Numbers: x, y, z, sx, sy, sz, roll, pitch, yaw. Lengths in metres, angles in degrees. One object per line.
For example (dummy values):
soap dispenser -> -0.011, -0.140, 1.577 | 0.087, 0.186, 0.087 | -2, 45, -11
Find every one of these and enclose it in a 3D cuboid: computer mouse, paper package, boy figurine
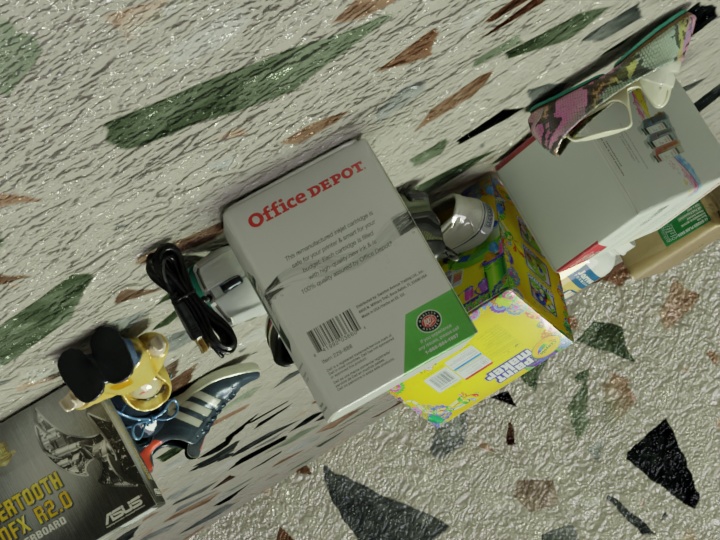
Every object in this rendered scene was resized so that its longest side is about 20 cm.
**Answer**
computer mouse -> -0.115, 0.010, 1.500 | 0.044, 0.110, 0.200 | -35, 179, 22
paper package -> 0.571, -0.079, 2.980 | 0.200, 0.104, 0.190 | -34, 169, 29
boy figurine -> -0.243, 0.106, 1.670 | 0.124, 0.065, 0.200 | -33, 167, 0

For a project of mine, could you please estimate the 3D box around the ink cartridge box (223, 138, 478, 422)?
ink cartridge box -> -0.012, 0.008, 1.452 | 0.145, 0.201, 0.084 | -28, 173, -9

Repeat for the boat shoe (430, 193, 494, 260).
boat shoe -> 0.054, -0.033, 1.851 | 0.070, 0.071, 0.200 | 25, 144, -38

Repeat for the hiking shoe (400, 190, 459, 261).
hiking shoe -> 0.000, 0.000, 1.727 | 0.199, 0.101, 0.076 | -30, 170, 3

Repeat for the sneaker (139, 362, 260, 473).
sneaker -> -0.206, 0.191, 2.131 | 0.199, 0.085, 0.075 | -28, 170, -11

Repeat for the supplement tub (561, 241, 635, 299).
supplement tub -> 0.234, -0.030, 2.122 | 0.200, 0.145, 0.145 | -33, 170, 16

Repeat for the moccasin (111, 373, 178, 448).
moccasin -> -0.243, 0.155, 1.892 | 0.080, 0.068, 0.200 | -28, 170, -11

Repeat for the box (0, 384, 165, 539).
box -> -0.327, 0.224, 1.738 | 0.199, 0.159, 0.048 | -30, 172, 2

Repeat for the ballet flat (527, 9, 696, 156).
ballet flat -> 0.264, -0.180, 1.679 | 0.200, 0.071, 0.069 | -33, 169, 14

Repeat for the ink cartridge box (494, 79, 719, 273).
ink cartridge box -> 0.287, -0.112, 1.866 | 0.200, 0.145, 0.145 | -20, 166, -43

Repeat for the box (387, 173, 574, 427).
box -> 0.117, 0.034, 1.898 | 0.200, 0.193, 0.122 | -34, 127, 26

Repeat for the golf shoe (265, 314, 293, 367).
golf shoe -> -0.032, 0.014, 1.639 | 0.072, 0.092, 0.200 | 21, 129, -16

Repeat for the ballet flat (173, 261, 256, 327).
ballet flat -> -0.142, 0.030, 1.581 | 0.063, 0.068, 0.200 | -24, 172, 20
